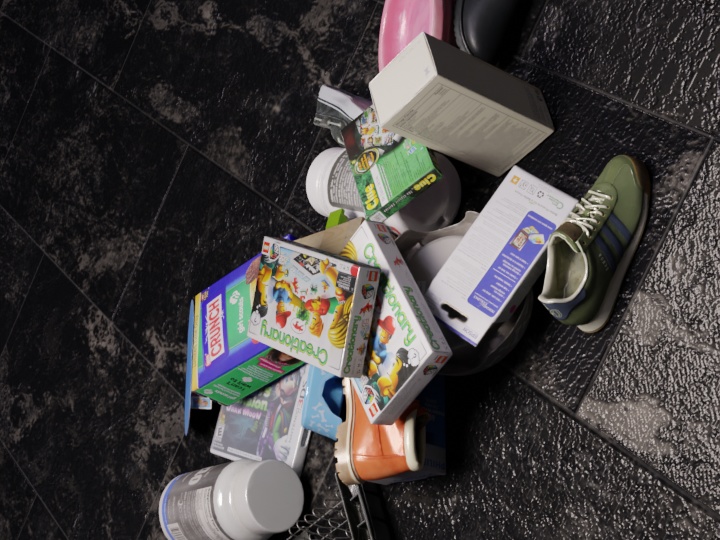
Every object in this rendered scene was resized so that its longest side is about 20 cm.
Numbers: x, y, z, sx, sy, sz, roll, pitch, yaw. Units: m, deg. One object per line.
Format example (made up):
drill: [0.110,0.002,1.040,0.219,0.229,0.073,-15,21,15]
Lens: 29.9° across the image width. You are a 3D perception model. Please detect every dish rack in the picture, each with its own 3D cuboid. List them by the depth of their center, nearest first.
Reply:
dish rack: [-0.037,0.357,1.679,0.200,0.055,0.154,-44,46,31]

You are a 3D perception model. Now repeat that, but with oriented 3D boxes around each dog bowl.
dog bowl: [0.111,0.032,1.576,0.200,0.059,0.200,-11,65,24]
dog bowl: [-0.038,0.122,1.702,0.112,0.050,0.200,-87,6,-58]

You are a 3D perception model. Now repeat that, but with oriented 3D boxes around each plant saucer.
plant saucer: [0.078,-0.306,1.757,0.201,0.051,0.201,-178,90,-72]

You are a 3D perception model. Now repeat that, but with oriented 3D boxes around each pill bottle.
pill bottle: [0.025,-0.105,1.735,0.200,0.114,0.114,14,87,52]
pill bottle: [-0.172,0.314,1.806,0.200,0.114,0.114,-21,61,46]

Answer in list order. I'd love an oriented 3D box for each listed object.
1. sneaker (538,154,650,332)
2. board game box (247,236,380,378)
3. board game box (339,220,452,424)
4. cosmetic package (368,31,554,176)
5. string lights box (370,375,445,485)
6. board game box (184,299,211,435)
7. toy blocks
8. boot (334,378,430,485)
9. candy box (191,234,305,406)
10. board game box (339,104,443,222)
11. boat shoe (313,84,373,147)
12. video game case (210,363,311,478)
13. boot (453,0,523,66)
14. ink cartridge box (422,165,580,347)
sneaker: [0.249,-0.037,1.458,0.067,0.090,0.200,15,88,52]
board game box: [-0.057,0.039,1.564,0.200,0.035,0.126,17,99,52]
board game box: [0.021,0.058,1.531,0.126,0.035,0.200,-53,47,31]
cosmetic package: [0.120,-0.192,1.584,0.104,0.200,0.073,-39,47,33]
string lights box: [0.050,0.154,1.648,0.103,0.059,0.200,-19,62,42]
board game box: [-0.235,0.144,1.990,0.158,0.039,0.200,129,143,-75]
toy blocks: [0.000,0.000,1.713,0.200,0.137,0.100,-17,51,49]
boot: [0.034,0.151,1.580,0.107,0.075,0.200,-11,60,23]
candy box: [-0.142,0.071,1.867,0.200,0.077,0.169,-33,44,32]
board game box: [0.035,-0.144,1.644,0.105,0.023,0.200,-34,36,15]
boat shoe: [-0.005,-0.201,1.856,0.200,0.072,0.071,39,115,60]
video game case: [-0.129,0.185,1.880,0.200,0.023,0.182,7,81,51]
boot: [0.201,-0.359,1.651,0.168,0.076,0.200,-16,58,50]
ink cartridge box: [0.157,-0.014,1.515,0.095,0.037,0.200,34,85,32]
